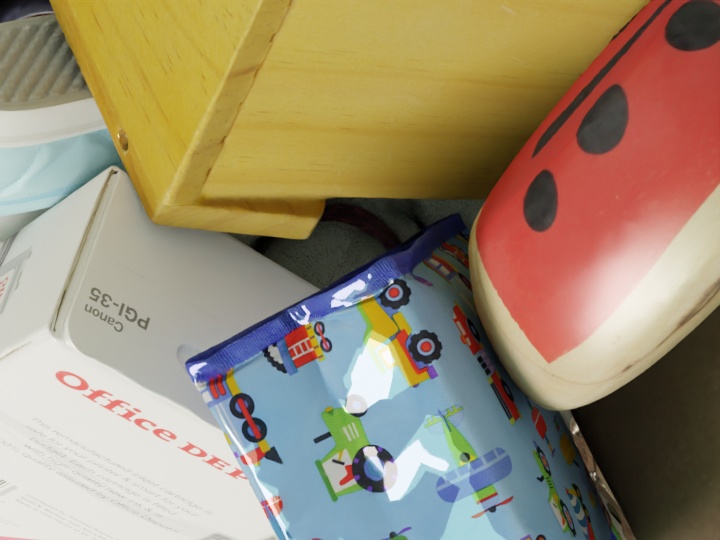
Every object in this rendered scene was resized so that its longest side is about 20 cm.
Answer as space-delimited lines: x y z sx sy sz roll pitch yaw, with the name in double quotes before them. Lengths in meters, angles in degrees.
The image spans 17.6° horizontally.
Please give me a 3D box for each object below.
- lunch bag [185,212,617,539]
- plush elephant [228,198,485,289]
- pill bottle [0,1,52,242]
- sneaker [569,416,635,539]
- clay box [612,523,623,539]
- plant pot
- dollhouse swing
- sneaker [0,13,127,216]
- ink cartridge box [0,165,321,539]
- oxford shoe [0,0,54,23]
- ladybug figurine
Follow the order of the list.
"lunch bag" 0.041 0.061 0.878 0.094 0.200 0.151 -27 91 23
"plush elephant" 0.000 0.000 1.035 0.165 0.155 0.200 37 155 6
"pill bottle" -0.163 -0.078 1.050 0.200 0.110 0.110 32 154 12
"sneaker" 0.125 0.076 1.088 0.075 0.070 0.200 25 150 38
"clay box" 0.126 0.178 1.167 0.200 0.048 0.115 59 175 46
"plant pot" 0.161 0.050 0.891 0.175 0.200 0.200 49 159 23
"dollhouse swing" 0.007 -0.124 0.841 0.182 0.176 0.200 64 151 21
"sneaker" -0.083 -0.064 0.952 0.082 0.200 0.074 107 148 -43
"ink cartridge box" -0.101 0.054 0.956 0.146 0.083 0.200 31 146 -23
"oxford shoe" -0.180 -0.141 0.980 0.200 0.073 0.071 11 176 16
"ladybug figurine" 0.101 -0.037 0.775 0.072 0.136 0.200 36 123 -7
